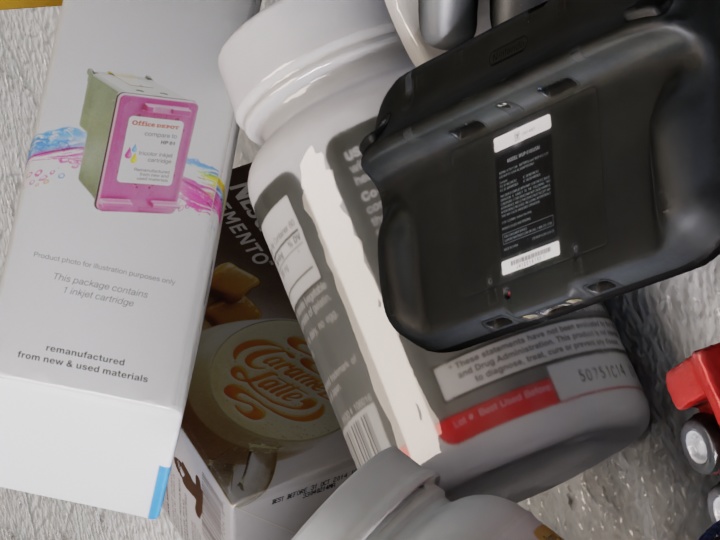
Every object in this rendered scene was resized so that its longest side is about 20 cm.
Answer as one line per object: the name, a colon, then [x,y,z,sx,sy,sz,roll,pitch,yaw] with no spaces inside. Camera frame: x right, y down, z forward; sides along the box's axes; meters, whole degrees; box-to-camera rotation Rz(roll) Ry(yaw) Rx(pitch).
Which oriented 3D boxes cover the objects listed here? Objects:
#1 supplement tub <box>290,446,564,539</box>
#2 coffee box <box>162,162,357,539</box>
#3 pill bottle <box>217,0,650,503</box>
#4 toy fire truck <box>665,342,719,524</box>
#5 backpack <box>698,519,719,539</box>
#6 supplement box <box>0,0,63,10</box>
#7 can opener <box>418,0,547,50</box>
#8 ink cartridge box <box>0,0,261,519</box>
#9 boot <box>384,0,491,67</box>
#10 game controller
supplement tub: [0.051,0.169,0.979,0.200,0.144,0.145,38,146,11]
coffee box: [-0.052,0.051,1.305,0.200,0.114,0.080,53,153,41]
pill bottle: [0.025,-0.010,1.096,0.201,0.114,0.114,68,156,14]
toy fire truck: [0.162,0.052,0.914,0.201,0.049,0.141,69,155,11]
backpack: [0.180,0.111,0.776,0.162,0.167,0.200,43,110,43]
supplement box: [-0.124,-0.252,1.201,0.200,0.132,0.198,104,155,-49]
can opener: [0.045,-0.175,0.981,0.067,0.052,0.201,-90,-1,-66]
ink cartridge box: [-0.101,-0.016,1.187,0.145,0.084,0.201,109,173,-66]
boot: [0.022,-0.161,1.077,0.090,0.072,0.201,164,98,-73]
game controller: [0.063,-0.037,0.954,0.200,0.042,0.105,-22,75,56]
